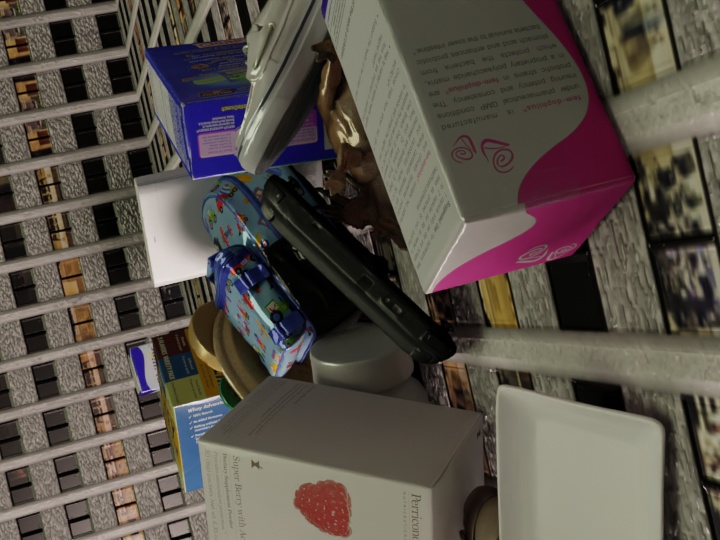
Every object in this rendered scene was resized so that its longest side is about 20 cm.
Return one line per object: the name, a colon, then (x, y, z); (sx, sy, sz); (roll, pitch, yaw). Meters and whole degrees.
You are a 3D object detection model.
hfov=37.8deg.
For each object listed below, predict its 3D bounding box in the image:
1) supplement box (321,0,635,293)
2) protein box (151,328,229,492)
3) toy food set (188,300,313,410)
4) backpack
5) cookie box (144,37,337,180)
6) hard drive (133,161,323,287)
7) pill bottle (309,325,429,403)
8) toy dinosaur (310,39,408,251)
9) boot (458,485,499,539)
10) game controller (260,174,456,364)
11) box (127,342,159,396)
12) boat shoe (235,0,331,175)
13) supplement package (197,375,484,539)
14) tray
supplement box: (0.058, -0.104, 0.595); (0.104, 0.100, 0.201); (111, 143, -65)
protein box: (-0.185, 0.187, 1.532); (0.201, 0.197, 0.135); (92, 158, -44)
toy food set: (-0.079, 0.107, 1.125); (0.049, 0.199, 0.199); (-49, 59, 30)
backpack: (-0.087, -0.017, 1.034); (0.201, 0.134, 0.183); (53, 162, 5)
cookie box: (-0.100, -0.162, 0.990); (0.200, 0.170, 0.076); (-128, 32, -59)
hard drive: (-0.137, -0.062, 1.144); (0.026, 0.198, 0.133); (-122, 24, -48)
pill bottle: (0.014, 0.160, 0.961); (0.110, 0.109, 0.202); (-145, 44, -67)
toy dinosaur: (-0.002, -0.112, 0.853); (0.136, 0.085, 0.202); (126, 135, -79)
boot: (0.118, 0.262, 0.765); (0.146, 0.070, 0.202); (-128, 34, -61)
game controller: (0.000, 0.000, 0.842); (0.200, 0.042, 0.104); (44, -174, 8)
box: (-0.417, 0.206, 2.381); (0.184, 0.198, 0.106); (146, 109, -74)
boat shoe: (-0.060, -0.179, 0.856); (0.201, 0.066, 0.074); (-61, -9, 11)
supplement package: (-0.012, 0.176, 0.844); (0.120, 0.198, 0.122); (-39, -49, -58)
tray: (0.132, 0.167, 0.623); (0.107, 0.022, 0.202); (10, 111, 39)
